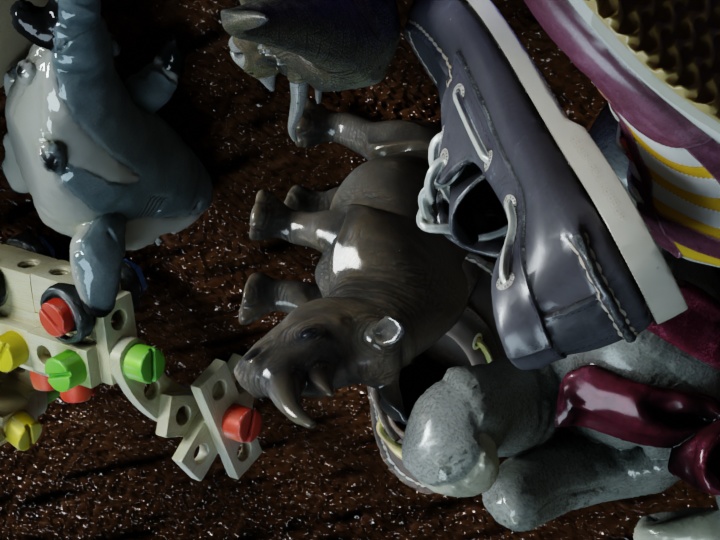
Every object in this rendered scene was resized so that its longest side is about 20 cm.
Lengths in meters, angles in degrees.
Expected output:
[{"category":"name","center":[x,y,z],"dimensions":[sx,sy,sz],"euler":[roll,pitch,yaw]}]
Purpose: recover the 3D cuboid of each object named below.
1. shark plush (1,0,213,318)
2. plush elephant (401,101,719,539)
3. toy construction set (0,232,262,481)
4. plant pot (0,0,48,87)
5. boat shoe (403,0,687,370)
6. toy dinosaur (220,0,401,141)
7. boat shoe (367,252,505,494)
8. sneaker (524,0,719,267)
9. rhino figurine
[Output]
[{"category":"shark plush","center":[-0.110,-0.077,1.095],"dimensions":[0.091,0.083,0.200],"euler":[51,160,42]},{"category":"plush elephant","center":[0.136,0.054,0.979],"dimensions":[0.155,0.165,0.200],"euler":[34,-179,23]},{"category":"toy construction set","center":[-0.147,0.050,1.289],"dimensions":[0.200,0.092,0.131],"euler":[6,117,25]},{"category":"plant pot","center":[-0.233,-0.122,1.082],"dimensions":[0.200,0.135,0.200],"euler":[24,149,16]},{"category":"boat shoe","center":[0.043,-0.036,0.882],"dimensions":[0.073,0.063,0.200],"euler":[57,-178,-37]},{"category":"toy dinosaur","center":[-0.017,-0.102,0.937],"dimensions":[0.102,0.077,0.200],"euler":[47,178,-13]},{"category":"boat shoe","center":[0.032,0.050,1.156],"dimensions":[0.072,0.060,0.200],"euler":[27,149,8]},{"category":"sneaker","center":[0.104,-0.051,0.848],"dimensions":[0.200,0.075,0.090],"euler":[41,144,-13]},{"category":"rhino figurine","center":[0.000,0.000,1.000],"dimensions":[0.087,0.200,0.060],"euler":[8,122,7]}]
